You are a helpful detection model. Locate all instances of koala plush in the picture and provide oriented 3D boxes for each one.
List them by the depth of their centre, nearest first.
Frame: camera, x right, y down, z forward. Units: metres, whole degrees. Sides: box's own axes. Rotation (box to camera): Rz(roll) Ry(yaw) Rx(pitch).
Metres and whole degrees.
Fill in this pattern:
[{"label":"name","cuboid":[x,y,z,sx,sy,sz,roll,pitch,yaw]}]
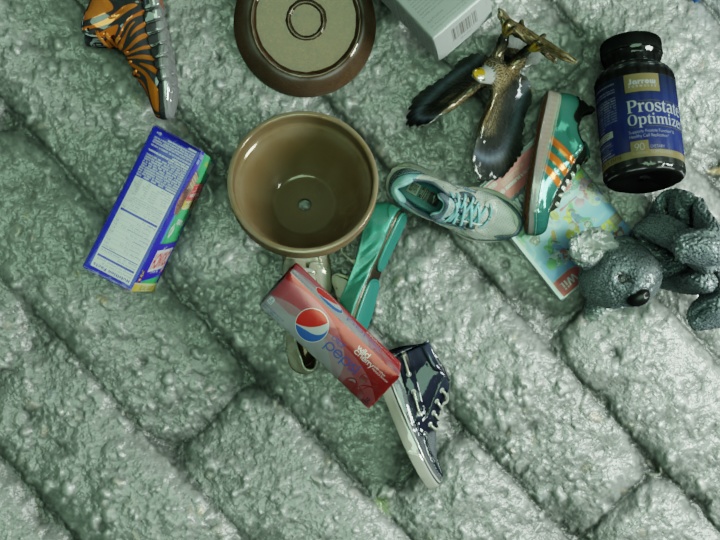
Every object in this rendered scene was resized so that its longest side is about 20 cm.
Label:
[{"label":"koala plush","cuboid":[0.383,-0.008,1.617,0.198,0.185,0.178,-20,132,6]}]

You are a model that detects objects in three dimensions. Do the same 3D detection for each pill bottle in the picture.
[{"label":"pill bottle","cuboid":[0.376,-0.215,1.619,0.110,0.112,0.203,-2,75,-4]}]

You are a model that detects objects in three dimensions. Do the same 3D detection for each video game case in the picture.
[{"label":"video game case","cuboid":[0.272,-0.080,1.673,0.143,0.017,0.201,-40,94,-3]}]

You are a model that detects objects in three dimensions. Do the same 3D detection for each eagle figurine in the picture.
[{"label":"eagle figurine","cuboid":[0.171,-0.245,1.611,0.150,0.152,0.201,18,113,-33]}]

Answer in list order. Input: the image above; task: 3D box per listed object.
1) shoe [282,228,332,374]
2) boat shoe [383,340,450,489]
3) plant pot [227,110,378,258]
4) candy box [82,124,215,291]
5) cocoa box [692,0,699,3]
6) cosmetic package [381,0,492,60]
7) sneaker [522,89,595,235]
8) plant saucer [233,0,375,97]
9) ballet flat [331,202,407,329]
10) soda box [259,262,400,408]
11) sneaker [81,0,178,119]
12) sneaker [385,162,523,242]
[{"label":"shoe","cuboid":[-0.072,0.043,1.630,0.069,0.053,0.203,-1,91,-5]},{"label":"boat shoe","cuboid":[0.091,0.193,1.634,0.092,0.075,0.202,-24,92,4]},{"label":"plant pot","cuboid":[-0.076,-0.102,1.594,0.198,0.093,0.203,0,70,-1]},{"label":"candy box","cuboid":[-0.271,-0.075,1.555,0.076,0.169,0.202,27,90,-1]},{"label":"cocoa box","cuboid":[0.524,-0.483,1.628,0.199,0.131,0.134,-33,93,-3]},{"label":"cosmetic package","cuboid":[0.075,-0.391,1.595,0.101,0.074,0.201,-39,72,-2]},{"label":"sneaker","cuboid":[0.273,-0.142,1.627,0.079,0.071,0.203,11,88,0]},{"label":"plant saucer","cuboid":[-0.076,-0.340,1.633,0.197,0.034,0.203,0,92,-4]},{"label":"ballet flat","cuboid":[0.000,0.000,1.638,0.070,0.067,0.202,20,89,20]},{"label":"soda box","cuboid":[-0.037,0.085,1.568,0.200,0.070,0.063,43,101,-5]},{"label":"sneaker","cuboid":[-0.310,-0.293,1.602,0.111,0.078,0.203,-11,81,0]},{"label":"sneaker","cuboid":[0.126,-0.082,1.619,0.198,0.086,0.078,18,104,0]}]
